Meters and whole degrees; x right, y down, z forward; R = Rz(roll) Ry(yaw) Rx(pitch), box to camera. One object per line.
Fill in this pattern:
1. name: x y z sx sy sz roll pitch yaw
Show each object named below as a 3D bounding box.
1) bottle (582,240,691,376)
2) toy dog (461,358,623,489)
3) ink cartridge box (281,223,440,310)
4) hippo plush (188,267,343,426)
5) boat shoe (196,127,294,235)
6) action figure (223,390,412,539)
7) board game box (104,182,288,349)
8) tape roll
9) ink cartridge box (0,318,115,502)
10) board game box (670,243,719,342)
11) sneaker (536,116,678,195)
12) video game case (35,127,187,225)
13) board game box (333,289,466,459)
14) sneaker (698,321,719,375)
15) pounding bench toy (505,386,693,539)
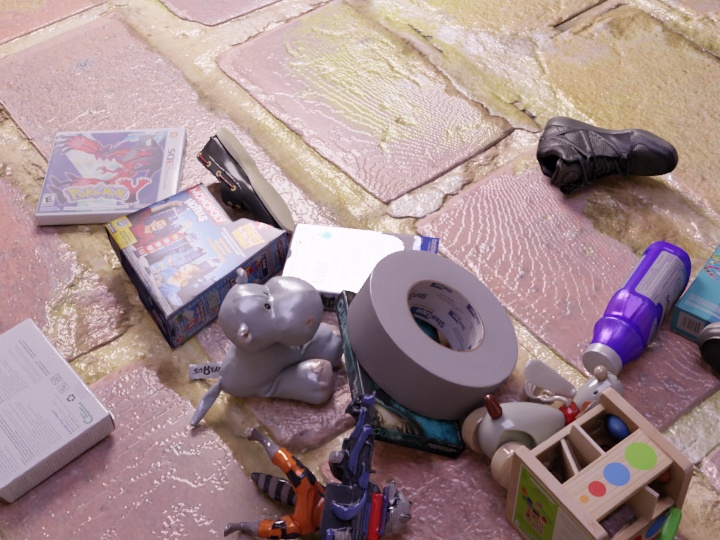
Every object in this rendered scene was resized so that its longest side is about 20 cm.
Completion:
1. bottle: 0.335 0.051 1.344 0.065 0.084 0.200 26 52 24
2. toy dog: 0.198 0.148 1.225 0.131 0.098 0.199 17 43 39
3. ink cartridge box: 0.000 0.000 1.439 0.196 0.042 0.121 4 47 10
4. hippo plush: -0.115 0.061 1.302 0.196 0.162 0.161 -7 47 -4
5. boat shoe: -0.159 -0.111 1.539 0.063 0.073 0.202 -44 63 10
6. action figure: -0.032 0.225 1.185 0.190 0.105 0.203 15 78 9
7. board game box: -0.204 -0.021 1.453 0.198 0.062 0.200 -24 50 -21
8. tape roll: 0.084 0.072 1.287 0.197 0.066 0.202 20 40 -18
9. ink cartridge box: -0.421 0.173 1.295 0.199 0.044 0.196 -34 55 -23
10. board game box: 0.501 0.030 1.382 0.150 0.047 0.200 28 54 26
11. sneaker: 0.336 -0.148 1.540 0.196 0.077 0.115 15 51 20
12. video game case: -0.356 -0.139 1.597 0.196 0.023 0.184 -3 47 1
13. board game box: 0.044 0.118 1.289 0.133 0.028 0.202 17 40 -28
14. sneaker: 0.457 0.141 1.259 0.199 0.076 0.106 34 54 28
15. pounding bench toy: 0.273 0.249 1.133 0.154 0.125 0.200 -28 51 -22
